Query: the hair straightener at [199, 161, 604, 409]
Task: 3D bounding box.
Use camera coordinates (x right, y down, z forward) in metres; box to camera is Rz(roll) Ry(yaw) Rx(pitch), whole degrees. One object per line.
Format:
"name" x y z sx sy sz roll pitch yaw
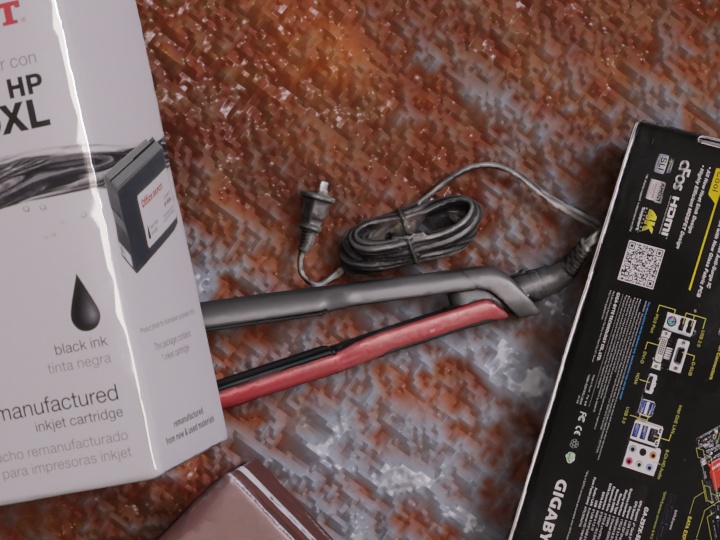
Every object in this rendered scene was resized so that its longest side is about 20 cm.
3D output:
"hair straightener" 0.000 0.000 1.102 0.199 0.041 0.077 -16 94 -1

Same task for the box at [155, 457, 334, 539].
"box" -0.058 0.200 1.039 0.200 0.164 0.166 -44 88 -2

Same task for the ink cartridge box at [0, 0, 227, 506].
"ink cartridge box" -0.148 -0.013 1.050 0.144 0.084 0.201 -11 93 17

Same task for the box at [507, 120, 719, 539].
"box" 0.156 0.055 1.072 0.159 0.049 0.201 16 89 29
